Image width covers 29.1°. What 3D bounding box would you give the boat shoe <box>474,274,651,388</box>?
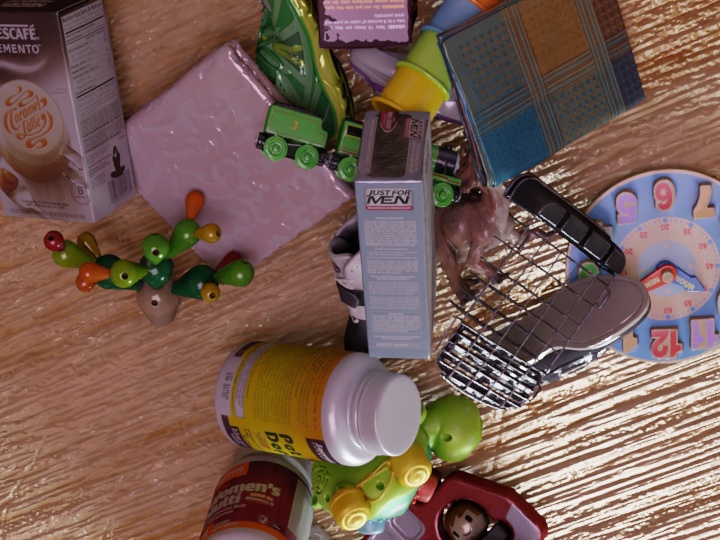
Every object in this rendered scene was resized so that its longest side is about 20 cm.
[{"bbox_3d":[0.208,0.065,1.377,0.199,0.074,0.062,-29,143,30],"label":"boat shoe"}]

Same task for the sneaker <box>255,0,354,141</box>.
[{"bbox_3d":[-0.069,-0.207,1.287,0.082,0.074,0.202,-18,111,8],"label":"sneaker"}]

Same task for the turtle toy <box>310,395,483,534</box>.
[{"bbox_3d":[0.034,0.191,1.427,0.199,0.146,0.101,-33,131,3],"label":"turtle toy"}]

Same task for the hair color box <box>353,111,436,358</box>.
[{"bbox_3d":[0.033,-0.029,1.218,0.060,0.100,0.202,1,131,6],"label":"hair color box"}]

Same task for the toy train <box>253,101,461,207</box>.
[{"bbox_3d":[0.002,-0.106,1.261,0.197,0.042,0.057,14,94,-10],"label":"toy train"}]

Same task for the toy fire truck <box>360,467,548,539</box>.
[{"bbox_3d":[0.095,0.302,1.486,0.168,0.112,0.201,42,111,7],"label":"toy fire truck"}]

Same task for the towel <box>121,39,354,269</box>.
[{"bbox_3d":[-0.126,-0.101,1.333,0.199,0.032,0.191,-31,110,36],"label":"towel"}]

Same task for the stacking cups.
[{"bbox_3d":[0.089,-0.214,1.236,0.060,0.060,0.201,36,82,-11],"label":"stacking cups"}]

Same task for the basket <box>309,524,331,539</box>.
[{"bbox_3d":[-0.080,0.430,1.520,0.198,0.161,0.199,-29,109,18],"label":"basket"}]

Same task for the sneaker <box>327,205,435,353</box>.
[{"bbox_3d":[0.000,0.000,1.353,0.087,0.074,0.202,2,121,-27],"label":"sneaker"}]

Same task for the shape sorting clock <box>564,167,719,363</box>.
[{"bbox_3d":[0.300,-0.002,1.363,0.197,0.039,0.203,2,114,4],"label":"shape sorting clock"}]

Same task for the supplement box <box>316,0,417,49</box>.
[{"bbox_3d":[0.003,-0.307,1.217,0.084,0.111,0.203,-1,113,6],"label":"supplement box"}]

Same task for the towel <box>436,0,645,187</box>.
[{"bbox_3d":[0.164,-0.179,1.246,0.199,0.022,0.148,-30,112,-25],"label":"towel"}]

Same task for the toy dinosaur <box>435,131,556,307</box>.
[{"bbox_3d":[0.096,-0.050,1.342,0.199,0.086,0.136,-33,96,35],"label":"toy dinosaur"}]

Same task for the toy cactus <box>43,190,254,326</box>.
[{"bbox_3d":[-0.204,-0.001,1.366,0.197,0.104,0.166,-3,154,-6],"label":"toy cactus"}]

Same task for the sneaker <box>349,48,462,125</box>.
[{"bbox_3d":[0.089,-0.186,1.297,0.197,0.075,0.101,18,92,-1],"label":"sneaker"}]

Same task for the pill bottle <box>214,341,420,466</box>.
[{"bbox_3d":[-0.042,0.132,1.372,0.198,0.109,0.111,3,118,37],"label":"pill bottle"}]

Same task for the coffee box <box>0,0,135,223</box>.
[{"bbox_3d":[-0.291,-0.155,1.310,0.113,0.080,0.203,5,115,24],"label":"coffee box"}]

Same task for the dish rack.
[{"bbox_3d":[0.151,0.029,1.290,0.153,0.055,0.201,31,96,-38],"label":"dish rack"}]

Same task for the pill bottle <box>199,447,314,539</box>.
[{"bbox_3d":[-0.104,0.260,1.424,0.108,0.201,0.111,2,115,4],"label":"pill bottle"}]
